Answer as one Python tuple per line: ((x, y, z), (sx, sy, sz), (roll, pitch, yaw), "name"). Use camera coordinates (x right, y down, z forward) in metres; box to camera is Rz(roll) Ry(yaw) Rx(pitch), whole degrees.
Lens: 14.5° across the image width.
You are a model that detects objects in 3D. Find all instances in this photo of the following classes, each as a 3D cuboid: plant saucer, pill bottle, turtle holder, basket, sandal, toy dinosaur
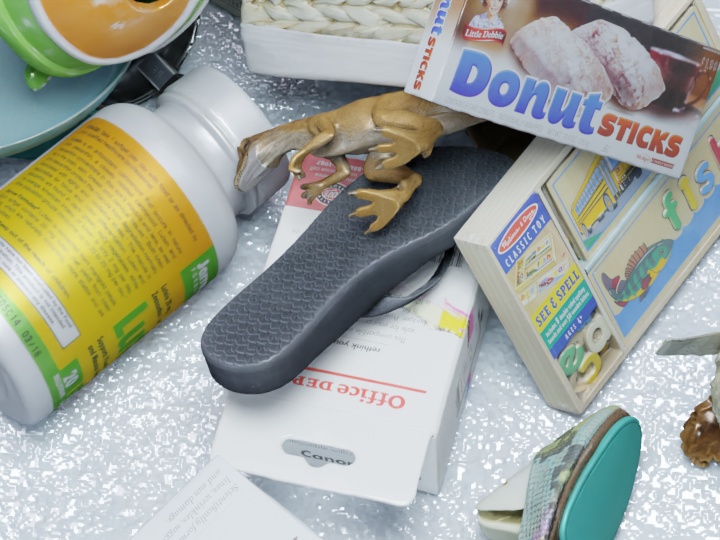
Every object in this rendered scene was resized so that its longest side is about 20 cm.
((-0.218, -0.122, 1.569), (0.199, 0.027, 0.200), (-4, 44, 4), "plant saucer")
((-0.137, -0.019, 1.529), (0.200, 0.111, 0.111), (-40, 64, -19), "pill bottle")
((-0.127, -0.190, 1.504), (0.131, 0.141, 0.186), (-13, 23, 31), "turtle holder")
((0.037, -0.175, 1.504), (0.135, 0.124, 0.200), (-27, 23, -39), "basket")
((-0.001, 0.000, 1.470), (0.200, 0.043, 0.076), (-37, 41, -21), "sandal")
((0.026, -0.076, 1.468), (0.199, 0.061, 0.106), (-9, 32, 7), "toy dinosaur")

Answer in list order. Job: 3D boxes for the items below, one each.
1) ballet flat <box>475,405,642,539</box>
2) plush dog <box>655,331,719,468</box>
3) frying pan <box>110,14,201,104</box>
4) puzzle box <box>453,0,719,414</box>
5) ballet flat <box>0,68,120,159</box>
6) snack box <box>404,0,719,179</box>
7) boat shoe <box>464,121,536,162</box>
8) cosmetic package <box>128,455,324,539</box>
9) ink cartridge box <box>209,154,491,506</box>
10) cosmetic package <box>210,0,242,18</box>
((0.087, 0.153, 1.442), (0.071, 0.069, 0.200), (1, 57, 28), "ballet flat")
((0.245, 0.101, 1.415), (0.160, 0.200, 0.172), (-37, 46, 20), "plush dog")
((-0.135, -0.116, 1.628), (0.115, 0.031, 0.191), (-23, 75, 15), "frying pan")
((0.140, -0.039, 1.513), (0.025, 0.133, 0.200), (15, 57, 45), "puzzle box")
((-0.228, -0.100, 1.613), (0.199, 0.073, 0.073), (-4, 58, 4), "ballet flat")
((0.105, -0.100, 1.423), (0.024, 0.200, 0.072), (25, 98, 44), "snack box")
((0.082, -0.102, 1.595), (0.072, 0.065, 0.200), (-24, 40, 4), "boat shoe")
((-0.068, 0.187, 1.345), (0.081, 0.200, 0.113), (37, 67, 23), "cosmetic package")
((0.000, 0.043, 1.508), (0.116, 0.068, 0.200), (11, 58, 11), "ink cartridge box")
((-0.093, -0.221, 1.656), (0.200, 0.104, 0.073), (32, 64, 20), "cosmetic package")
